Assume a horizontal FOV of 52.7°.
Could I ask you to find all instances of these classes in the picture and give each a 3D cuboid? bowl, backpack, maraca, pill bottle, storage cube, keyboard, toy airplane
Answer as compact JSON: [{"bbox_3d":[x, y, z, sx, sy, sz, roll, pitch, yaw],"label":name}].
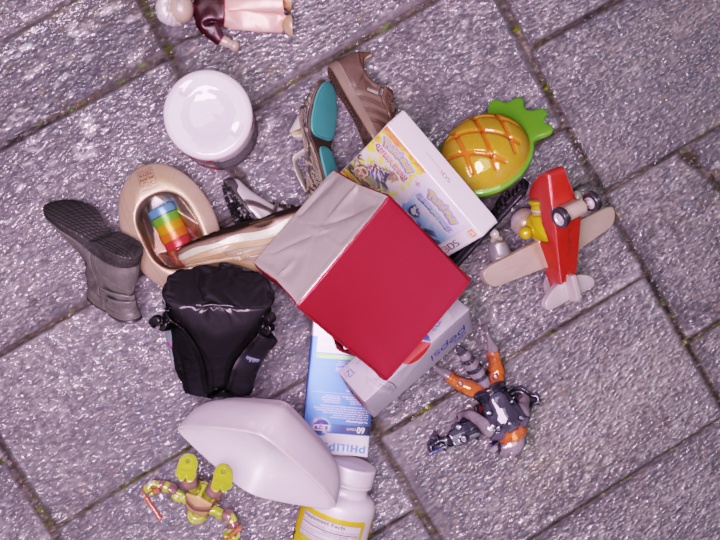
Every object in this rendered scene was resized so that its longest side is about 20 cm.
[{"bbox_3d":[-0.132,0.247,1.018,0.200,0.199,0.075,54,46,-32],"label":"bowl"},{"bbox_3d":[-0.194,0.089,1.018,0.166,0.127,0.201,7,134,-2],"label":"backpack"},{"bbox_3d":[0.199,-0.187,1.093,0.137,0.107,0.200,36,72,26],"label":"maraca"},{"bbox_3d":[-0.041,0.382,1.083,0.111,0.111,0.201,16,90,-5],"label":"pill bottle"},{"bbox_3d":[0.000,0.000,0.962,0.200,0.171,0.180,-50,122,-3],"label":"storage cube"},{"bbox_3d":[0.178,-0.060,1.081,0.021,0.127,0.200,42,112,0],"label":"keyboard"},{"bbox_3d":[0.285,-0.044,1.104,0.199,0.141,0.200,22,102,-41],"label":"toy airplane"},{"bbox_3d":[-0.201,-0.200,1.009,0.113,0.200,0.115,0,92,-5],"label":"pill bottle"}]

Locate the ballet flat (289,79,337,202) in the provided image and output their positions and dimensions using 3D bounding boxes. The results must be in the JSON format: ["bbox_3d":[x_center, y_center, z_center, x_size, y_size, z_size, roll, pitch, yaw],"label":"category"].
[{"bbox_3d":[-0.071,-0.184,1.085,0.075,0.068,0.201,-14,75,32],"label":"ballet flat"}]

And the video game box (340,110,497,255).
[{"bbox_3d":[0.073,-0.104,1.047,0.200,0.182,0.047,48,57,-4],"label":"video game box"}]

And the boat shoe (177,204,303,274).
[{"bbox_3d":[-0.151,-0.028,1.013,0.199,0.072,0.077,-16,105,-3],"label":"boat shoe"}]

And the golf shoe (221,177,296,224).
[{"bbox_3d":[-0.122,-0.073,1.093,0.094,0.078,0.200,-44,97,-20],"label":"golf shoe"}]

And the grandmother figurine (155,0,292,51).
[{"bbox_3d":[-0.202,-0.390,1.078,0.199,0.061,0.122,-3,83,-8],"label":"grandmother figurine"}]

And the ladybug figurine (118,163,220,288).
[{"bbox_3d":[-0.277,-0.063,1.070,0.135,0.072,0.201,-22,94,-3],"label":"ladybug figurine"}]

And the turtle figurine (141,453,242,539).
[{"bbox_3d":[-0.225,0.336,1.067,0.199,0.162,0.064,28,45,7],"label":"turtle figurine"}]

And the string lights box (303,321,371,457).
[{"bbox_3d":[-0.031,0.174,1.104,0.102,0.059,0.202,6,91,-5],"label":"string lights box"}]

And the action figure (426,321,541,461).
[{"bbox_3d":[0.176,0.207,1.105,0.199,0.105,0.194,-32,84,-7],"label":"action figure"}]

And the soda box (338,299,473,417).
[{"bbox_3d":[0.068,0.115,1.045,0.200,0.068,0.063,-39,57,-11],"label":"soda box"}]

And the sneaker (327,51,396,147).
[{"bbox_3d":[0.028,-0.237,1.095,0.075,0.070,0.201,-30,95,-9],"label":"sneaker"}]

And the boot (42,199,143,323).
[{"bbox_3d":[-0.392,-0.010,1.056,0.199,0.068,0.131,32,126,25],"label":"boot"}]
